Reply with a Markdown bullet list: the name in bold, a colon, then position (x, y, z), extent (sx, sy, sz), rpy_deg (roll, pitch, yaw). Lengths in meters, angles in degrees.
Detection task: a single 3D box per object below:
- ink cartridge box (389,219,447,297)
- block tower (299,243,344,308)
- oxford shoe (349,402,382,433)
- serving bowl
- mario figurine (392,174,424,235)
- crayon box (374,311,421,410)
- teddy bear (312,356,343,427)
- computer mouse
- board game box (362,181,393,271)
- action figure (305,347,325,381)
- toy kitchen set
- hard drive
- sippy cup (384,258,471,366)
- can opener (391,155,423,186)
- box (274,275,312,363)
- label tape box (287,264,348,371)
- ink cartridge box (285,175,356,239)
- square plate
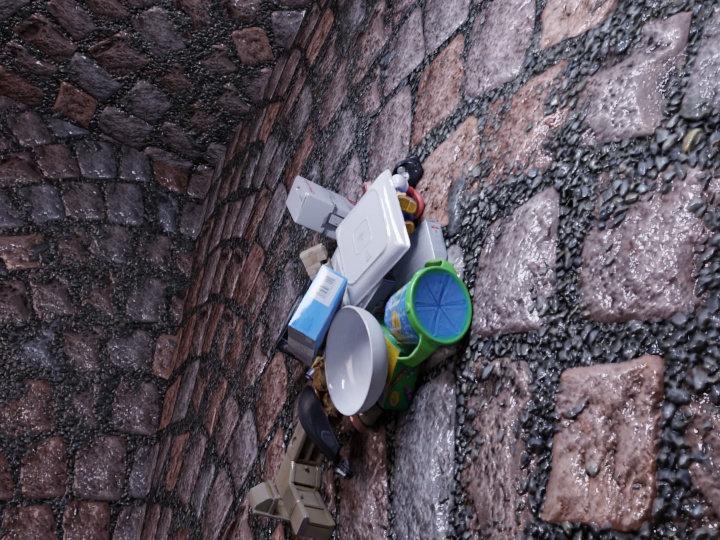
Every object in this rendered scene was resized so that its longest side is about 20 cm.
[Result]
- **ink cartridge box**: position (0.121, 0.025, 1.320), extent (0.162, 0.049, 0.205), rpy_deg (-41, 52, 45)
- **block tower**: position (-0.066, 0.042, 1.445), extent (0.057, 0.204, 0.054), rpy_deg (-22, 13, 7)
- **oxford shoe**: position (0.008, 0.248, 1.366), extent (0.073, 0.071, 0.202), rpy_deg (-34, 34, 12)
- **serving bowl**: position (0.001, 0.171, 1.242), extent (0.199, 0.064, 0.206), rpy_deg (-11, 78, 62)
- **mario figurine**: position (0.074, -0.128, 1.374), extent (0.124, 0.106, 0.200), rpy_deg (-47, 6, 12)
- **crayon box**: position (0.046, 0.174, 1.298), extent (0.200, 0.057, 0.122), rpy_deg (43, 121, 61)
- **teddy bear**: position (-0.072, 0.261, 1.394), extent (0.066, 0.148, 0.200), rpy_deg (-27, 8, -3)
- **computer mouse**: position (-0.082, 0.335, 1.322), extent (0.204, 0.052, 0.139), rpy_deg (65, 168, 8)
- **board game box**: position (0.036, -0.079, 1.381), extent (0.104, 0.019, 0.203), rpy_deg (97, 161, -50)
- **action figure**: position (-0.060, 0.174, 1.540), extent (0.203, 0.069, 0.130), rpy_deg (-60, 16, -12)
- **toy kitchen set**: position (-0.134, 0.429, 1.390), extent (0.184, 0.160, 0.200), rpy_deg (-67, 25, 6)
- **hard drive**: position (0.000, 0.000, 1.343), extent (0.141, 0.037, 0.203), rpy_deg (-58, 37, 34)
- **sippy cup**: position (0.111, 0.075, 1.176), extent (0.142, 0.176, 0.130), rpy_deg (60, 147, -1)
- **can opener**: position (0.070, -0.183, 1.520), extent (0.200, 0.064, 0.078), rpy_deg (-47, -12, 18)
- **box**: position (-0.121, 0.095, 1.621), extent (0.165, 0.085, 0.202), rpy_deg (-55, 11, 41)
- **label tape box**: position (-0.090, 0.101, 1.313), extent (0.145, 0.065, 0.201), rpy_deg (-62, -4, -26)
- **ink cartridge box**: position (-0.083, -0.148, 1.662), extent (0.085, 0.196, 0.146), rpy_deg (-61, 26, 15)
- **square plate**: position (0.013, -0.065, 1.279), extent (0.200, 0.028, 0.202), rpy_deg (-48, 41, 38)
